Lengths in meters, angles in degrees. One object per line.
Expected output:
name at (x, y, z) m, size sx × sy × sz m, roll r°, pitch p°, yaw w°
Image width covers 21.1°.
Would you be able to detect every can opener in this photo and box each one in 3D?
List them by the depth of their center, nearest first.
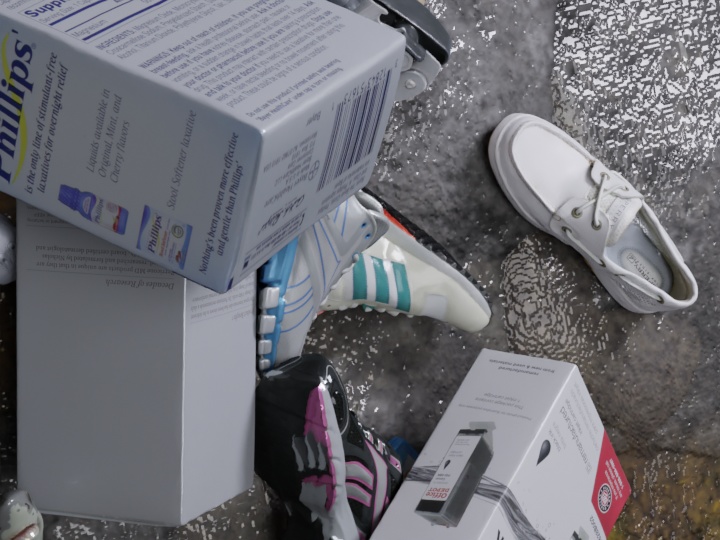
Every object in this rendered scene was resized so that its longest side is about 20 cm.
can opener at (-0.024, -0.181, 1.240) m, size 0.200 × 0.053 × 0.067 m, roll 39°, pitch 40°, yaw -29°

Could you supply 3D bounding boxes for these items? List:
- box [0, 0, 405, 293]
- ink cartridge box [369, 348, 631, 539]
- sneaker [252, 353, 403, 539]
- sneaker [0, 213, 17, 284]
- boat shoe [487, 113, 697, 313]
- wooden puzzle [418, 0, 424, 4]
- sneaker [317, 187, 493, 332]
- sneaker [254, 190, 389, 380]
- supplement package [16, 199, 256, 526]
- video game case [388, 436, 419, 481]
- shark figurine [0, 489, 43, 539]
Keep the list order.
box at (-0.107, -0.100, 1.099) m, size 0.184 × 0.199 × 0.105 m, roll -40°, pitch 151°, yaw -56°
ink cartridge box at (0.094, 0.178, 1.324) m, size 0.200 × 0.083 × 0.147 m, roll -57°, pitch 137°, yaw -31°
sneaker at (-0.015, 0.128, 1.289) m, size 0.086 × 0.080 × 0.201 m, roll -40°, pitch 140°, yaw -34°
sneaker at (-0.247, 0.035, 1.192) m, size 0.114 × 0.075 × 0.201 m, roll -24°, pitch 99°, yaw -22°
boat shoe at (0.178, -0.043, 1.417) m, size 0.200 × 0.069 × 0.071 m, roll 41°, pitch 76°, yaw -22°
wooden puzzle at (-0.033, -0.243, 1.278) m, size 0.199 × 0.046 × 0.186 m, roll 17°, pitch 85°, yaw -31°
sneaker at (0.000, 0.000, 1.337) m, size 0.199 × 0.070 × 0.094 m, roll 36°, pitch 97°, yaw -28°
sneaker at (-0.026, -0.011, 1.247) m, size 0.086 × 0.075 × 0.201 m, roll 2°, pitch 117°, yaw -12°
supplement package at (-0.137, 0.045, 1.196) m, size 0.117 × 0.117 × 0.201 m, roll -17°, pitch 109°, yaw -71°
video game case at (0.045, 0.238, 1.387) m, size 0.143 × 0.018 × 0.200 m, roll -49°, pitch 112°, yaw -17°
shark figurine at (-0.263, 0.196, 1.183) m, size 0.089 × 0.128 × 0.215 m, roll 45°, pitch 101°, yaw 14°
